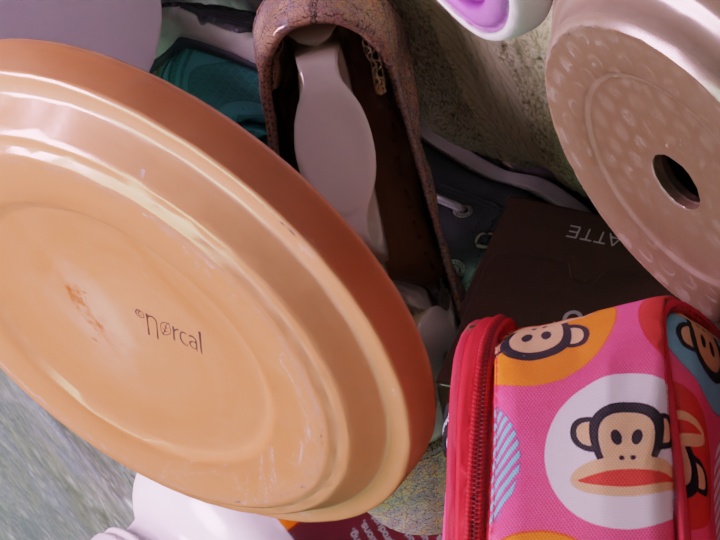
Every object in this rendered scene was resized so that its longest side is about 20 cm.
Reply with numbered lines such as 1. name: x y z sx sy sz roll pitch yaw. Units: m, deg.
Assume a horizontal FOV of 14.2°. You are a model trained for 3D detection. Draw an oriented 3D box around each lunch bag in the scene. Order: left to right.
1. lunch bag: 0.077 0.121 0.783 0.200 0.082 0.176 61 -154 -54

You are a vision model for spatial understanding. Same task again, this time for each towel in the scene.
1. towel: 0.031 -0.110 0.916 0.148 0.036 0.200 24 146 54

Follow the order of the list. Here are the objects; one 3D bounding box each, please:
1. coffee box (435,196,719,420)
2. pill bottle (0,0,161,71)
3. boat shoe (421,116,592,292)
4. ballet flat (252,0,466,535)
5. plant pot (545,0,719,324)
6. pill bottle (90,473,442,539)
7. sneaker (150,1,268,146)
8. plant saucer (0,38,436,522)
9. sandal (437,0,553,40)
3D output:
1. coffee box: 0.098 0.078 0.961 0.114 0.080 0.200 11 143 19
2. pill bottle: -0.169 -0.077 1.026 0.200 0.116 0.116 -17 111 45
3. boat shoe: 0.035 -0.004 1.043 0.200 0.062 0.073 37 154 38
4. ballet flat: 0.000 0.000 0.943 0.067 0.068 0.200 -90 -15 -78
5. plant pot: 0.115 -0.048 0.754 0.201 0.093 0.201 43 157 23
6. pill bottle: -0.011 0.087 1.093 0.113 0.200 0.113 44 158 23
7. sneaker: -0.053 -0.052 1.058 0.200 0.077 0.080 -6 77 60
8. plant saucer: -0.069 0.011 0.922 0.200 0.032 0.200 25 148 18
9. sandal: -0.018 -0.140 0.859 0.203 0.050 0.082 45 154 31
